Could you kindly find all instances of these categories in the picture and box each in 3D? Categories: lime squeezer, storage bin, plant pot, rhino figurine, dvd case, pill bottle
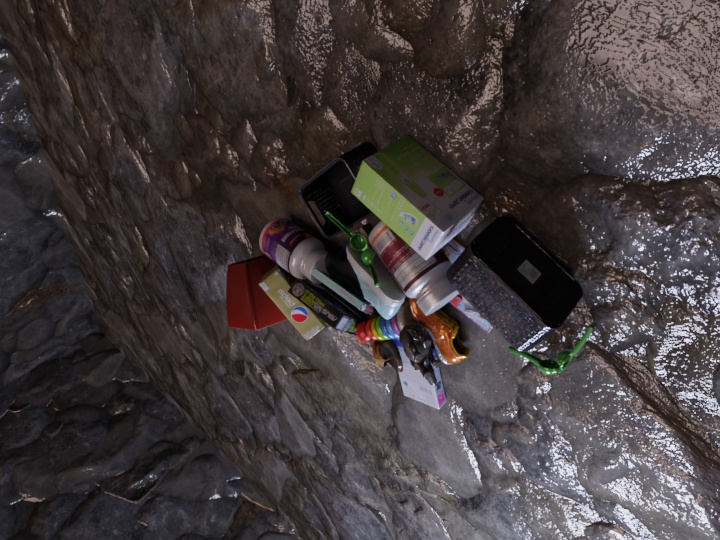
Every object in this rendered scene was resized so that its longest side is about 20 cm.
[{"bbox_3d":[0.002,-0.046,1.138,0.201,0.038,0.071,56,-171,23],"label":"lime squeezer"},{"bbox_3d":[0.270,0.022,0.967,0.200,0.135,0.094,45,142,11],"label":"storage bin"},{"bbox_3d":[-0.271,0.049,1.547,0.199,0.198,0.179,-2,103,54],"label":"plant pot"},{"bbox_3d":[0.378,0.161,1.058,0.199,0.037,0.072,-31,63,53],"label":"lime squeezer"},{"bbox_3d":[0.138,0.195,1.231,0.088,0.059,0.201,49,168,45],"label":"rhino figurine"},{"bbox_3d":[-0.030,0.056,1.322,0.145,0.022,0.200,35,-179,17],"label":"dvd case"},{"bbox_3d":[-0.159,-0.047,1.398,0.199,0.111,0.113,33,139,34],"label":"pill bottle"},{"bbox_3d":[-0.030,-0.170,1.194,0.199,0.093,0.136,-24,100,53],"label":"storage bin"},{"bbox_3d":[0.114,-0.018,1.115,0.201,0.113,0.114,56,144,13],"label":"pill bottle"}]

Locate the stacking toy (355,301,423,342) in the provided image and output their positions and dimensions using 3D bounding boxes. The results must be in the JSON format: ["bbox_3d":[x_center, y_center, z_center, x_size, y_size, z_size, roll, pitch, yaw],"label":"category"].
[{"bbox_3d":[0.059,0.137,1.327,0.199,0.085,0.086,-21,103,45],"label":"stacking toy"}]

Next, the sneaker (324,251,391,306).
[{"bbox_3d":[0.000,0.000,1.272,0.199,0.076,0.092,33,120,27],"label":"sneaker"}]

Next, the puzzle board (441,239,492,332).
[{"bbox_3d":[0.215,0.025,1.145,0.199,0.017,0.152,38,141,19],"label":"puzzle board"}]

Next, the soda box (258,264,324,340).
[{"bbox_3d":[-0.177,0.083,1.442,0.201,0.064,0.068,52,-172,-14],"label":"soda box"}]

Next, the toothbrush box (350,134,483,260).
[{"bbox_3d":[0.105,-0.141,1.026,0.200,0.145,0.086,44,142,13],"label":"toothbrush box"}]

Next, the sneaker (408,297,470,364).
[{"bbox_3d":[0.178,0.117,1.229,0.077,0.073,0.201,-29,102,36],"label":"sneaker"}]

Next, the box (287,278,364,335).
[{"bbox_3d":[-0.078,0.097,1.398,0.159,0.045,0.200,36,-179,21],"label":"box"}]

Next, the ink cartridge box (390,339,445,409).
[{"bbox_3d":[0.144,0.245,1.375,0.118,0.042,0.202,12,129,44],"label":"ink cartridge box"}]

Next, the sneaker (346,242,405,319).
[{"bbox_3d":[0.018,0.023,1.180,0.201,0.073,0.083,57,137,37],"label":"sneaker"}]

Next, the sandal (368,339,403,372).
[{"bbox_3d":[0.050,0.205,1.386,0.200,0.054,0.083,34,144,58],"label":"sandal"}]

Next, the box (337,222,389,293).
[{"bbox_3d":[0.003,-0.016,1.331,0.122,0.032,0.200,51,144,3],"label":"box"}]
